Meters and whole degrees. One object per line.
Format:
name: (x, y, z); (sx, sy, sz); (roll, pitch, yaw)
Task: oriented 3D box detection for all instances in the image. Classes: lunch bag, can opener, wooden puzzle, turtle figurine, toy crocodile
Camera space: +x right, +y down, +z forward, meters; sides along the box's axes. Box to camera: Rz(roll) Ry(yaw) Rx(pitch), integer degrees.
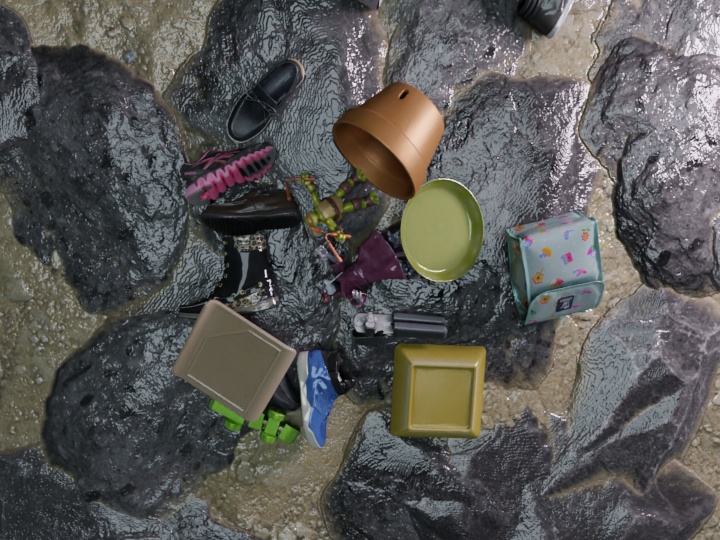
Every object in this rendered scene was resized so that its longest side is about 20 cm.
lunch bag: (0.390, 0.003, 1.278); (0.167, 0.122, 0.204); (-13, 106, -4)
can opener: (0.079, 0.119, 1.315); (0.196, 0.053, 0.067); (1, 132, -2)
wooden puzzle: (-0.246, 0.176, 1.244); (0.198, 0.037, 0.187); (31, 109, -4)
turtle figurine: (-0.045, -0.117, 1.245); (0.160, 0.065, 0.201); (-29, 71, -16)
toy crocodile: (-0.216, 0.301, 1.315); (0.197, 0.062, 0.069); (21, 96, -1)

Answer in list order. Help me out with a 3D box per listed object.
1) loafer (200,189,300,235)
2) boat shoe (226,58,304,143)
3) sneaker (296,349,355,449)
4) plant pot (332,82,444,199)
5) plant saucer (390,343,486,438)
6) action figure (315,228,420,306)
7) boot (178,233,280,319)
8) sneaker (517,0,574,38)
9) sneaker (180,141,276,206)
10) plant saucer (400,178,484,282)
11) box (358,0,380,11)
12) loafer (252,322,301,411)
loafer: (-0.216, -0.118, 1.260); (0.196, 0.073, 0.072); (-2, 64, -2)
boat shoe: (-0.187, -0.329, 1.230); (0.200, 0.062, 0.075); (-45, 99, 4)
sneaker: (-0.063, 0.262, 1.304); (0.109, 0.077, 0.204); (-6, 91, 7)
plant pot: (0.063, -0.254, 1.199); (0.199, 0.200, 0.141); (41, 77, -7)
plant saucer: (0.166, 0.260, 1.333); (0.196, 0.048, 0.204); (2, 97, -4)
action figure: (0.000, 0.000, 1.281); (0.198, 0.148, 0.136); (-31, 72, 20)
boot: (-0.268, 0.013, 1.268); (0.199, 0.073, 0.157); (-8, 93, -2)
sneaker: (0.372, -0.564, 1.226); (0.098, 0.071, 0.203); (22, 100, -11)
sneaker: (-0.261, -0.210, 1.240); (0.198, 0.079, 0.096); (-28, 65, -11)
plant saucer: (0.158, -0.079, 1.269); (0.196, 0.031, 0.205); (-1, 93, -26)
box: (0.003, -0.628, 1.184); (0.174, 0.097, 0.203); (25, 95, -7)
loafer: (-0.181, 0.196, 1.293); (0.070, 0.068, 0.202); (-37, 94, 10)
